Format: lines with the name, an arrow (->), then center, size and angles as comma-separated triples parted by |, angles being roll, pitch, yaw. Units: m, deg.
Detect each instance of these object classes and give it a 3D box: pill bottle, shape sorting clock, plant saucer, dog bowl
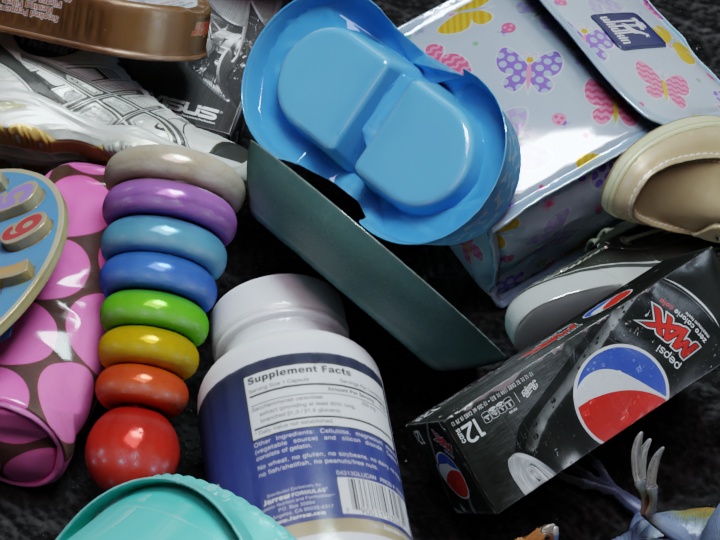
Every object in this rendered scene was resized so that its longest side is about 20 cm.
pill bottle -> -0.035, 0.105, 1.366 | 0.110, 0.111, 0.201 | -4, 53, -9
shape sorting clock -> -0.260, 0.008, 1.403 | 0.199, 0.039, 0.201 | -25, 34, 18
plant saucer -> 0.000, 0.000, 1.421 | 0.200, 0.200, 0.036 | 40, 88, 22
dog bowl -> 0.016, -0.088, 1.452 | 0.200, 0.050, 0.112 | 38, 97, 31

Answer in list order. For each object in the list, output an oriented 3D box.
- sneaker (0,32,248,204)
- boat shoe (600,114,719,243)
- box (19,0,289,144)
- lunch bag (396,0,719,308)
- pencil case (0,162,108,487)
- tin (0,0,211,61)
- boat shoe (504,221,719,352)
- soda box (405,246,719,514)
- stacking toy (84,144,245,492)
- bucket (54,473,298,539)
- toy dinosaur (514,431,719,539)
sneaker -> -0.151, -0.099, 1.487 | 0.199, 0.076, 0.088 | 15, 65, -5
boat shoe -> 0.235, -0.048, 1.474 | 0.199, 0.072, 0.065 | -1, 37, -39
box -> -0.160, -0.155, 1.591 | 0.199, 0.048, 0.159 | 15, 53, 5
lunch bag -> 0.123, -0.106, 1.525 | 0.199, 0.127, 0.170 | -27, 60, -14
pencil case -> -0.186, 0.026, 1.428 | 0.093, 0.091, 0.201 | 12, 50, 11
tin -> -0.190, -0.169, 1.503 | 0.199, 0.042, 0.112 | 13, 10, 11
boat shoe -> 0.169, 0.007, 1.493 | 0.199, 0.071, 0.064 | -10, 49, -28
soda box -> 0.130, 0.064, 1.386 | 0.199, 0.071, 0.064 | -32, 94, -18
stacking toy -> -0.122, 0.033, 1.377 | 0.085, 0.085, 0.201 | 9, 70, 1
bucket -> -0.099, 0.213, 1.228 | 0.207, 0.208, 0.135 | 32, 51, 18
toy dinosaur -> 0.182, 0.159, 1.369 | 0.181, 0.105, 0.200 | -34, 72, -7
